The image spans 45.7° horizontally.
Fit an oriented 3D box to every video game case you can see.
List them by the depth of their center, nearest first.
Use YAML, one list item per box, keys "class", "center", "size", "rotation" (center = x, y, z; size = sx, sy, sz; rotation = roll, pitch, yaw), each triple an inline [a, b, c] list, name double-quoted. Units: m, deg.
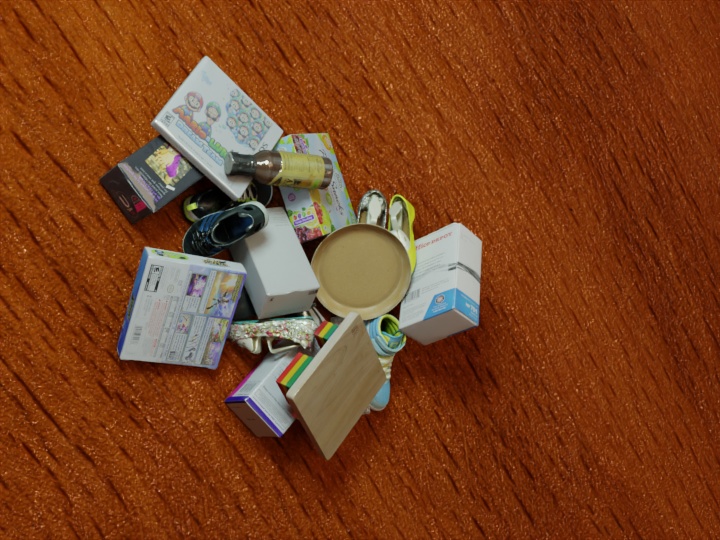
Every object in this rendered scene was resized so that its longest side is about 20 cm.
- class: "video game case"
  center: [-0.315, 0.070, 1.508]
  size: [0.180, 0.045, 0.202]
  rotation: [11, 110, -29]
- class: "video game case"
  center: [-0.252, -0.255, 1.535]
  size: [0.200, 0.024, 0.183]
  rotation: [43, 55, -22]

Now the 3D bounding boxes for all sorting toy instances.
- class: "sorting toy"
  center: [-0.056, 0.203, 1.556]
  size: [0.200, 0.069, 0.200]
  rotation: [-51, 140, -27]

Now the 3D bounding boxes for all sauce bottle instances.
- class: "sauce bottle"
  center: [-0.148, -0.184, 1.544]
  size: [0.198, 0.065, 0.065]
  rotation: [2, 80, -30]

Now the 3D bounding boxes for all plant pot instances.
- class: "plant pot"
  center: [0.000, 0.000, 1.673]
  size: [0.198, 0.028, 0.202]
  rotation: [-1, 112, -4]

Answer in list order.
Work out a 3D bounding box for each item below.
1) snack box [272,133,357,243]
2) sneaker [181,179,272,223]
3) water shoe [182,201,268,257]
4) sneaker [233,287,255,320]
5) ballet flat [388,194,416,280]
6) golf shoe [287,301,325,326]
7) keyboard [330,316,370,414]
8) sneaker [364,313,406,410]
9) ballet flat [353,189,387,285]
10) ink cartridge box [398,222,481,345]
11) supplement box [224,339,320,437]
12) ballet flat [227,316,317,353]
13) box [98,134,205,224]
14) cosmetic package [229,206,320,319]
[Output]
- class: "snack box"
  center: [-0.093, -0.166, 1.693]
  size: [0.168, 0.067, 0.202]
  rotation: [-20, 94, -65]
- class: "sneaker"
  center: [-0.242, -0.132, 1.625]
  size: [0.199, 0.083, 0.072]
  rotation: [-22, 93, -33]
- class: "water shoe"
  center: [-0.259, -0.071, 1.538]
  size: [0.072, 0.199, 0.079]
  rotation: [63, 28, -4]
- class: "sneaker"
  center: [-0.266, 0.033, 1.580]
  size: [0.199, 0.088, 0.075]
  rotation: [28, 67, -27]
- class: "ballet flat"
  center: [0.077, -0.074, 1.745]
  size: [0.067, 0.066, 0.201]
  rotation: [61, 25, -46]
- class: "golf shoe"
  center: [-0.112, 0.062, 1.676]
  size: [0.200, 0.078, 0.095]
  rotation: [42, 62, -20]
- class: "keyboard"
  center: [-0.020, 0.190, 1.724]
  size: [0.011, 0.056, 0.202]
  rotation: [-4, 83, -54]
- class: "sneaker"
  center: [0.043, 0.181, 1.719]
  size: [0.079, 0.130, 0.202]
  rotation: [-8, 86, -35]
- class: "ballet flat"
  center: [0.017, -0.073, 1.714]
  size: [0.071, 0.072, 0.202]
  rotation: [18, 68, -28]
- class: "ink cartridge box"
  center: [0.160, 0.027, 1.700]
  size: [0.086, 0.146, 0.202]
  rotation: [34, 49, -32]
- class: "supplement box"
  center: [-0.143, 0.207, 1.616]
  size: [0.104, 0.101, 0.200]
  rotation: [49, 61, -16]
- class: "ballet flat"
  center: [-0.174, 0.121, 1.569]
  size: [0.076, 0.198, 0.065]
  rotation: [29, 59, -67]
- class: "box"
  center: [-0.349, -0.188, 1.544]
  size: [0.200, 0.122, 0.107]
  rotation: [-43, 105, -30]
- class: "cosmetic package"
  center: [-0.167, -0.017, 1.601]
  size: [0.112, 0.081, 0.201]
  rotation: [-7, 57, -29]
